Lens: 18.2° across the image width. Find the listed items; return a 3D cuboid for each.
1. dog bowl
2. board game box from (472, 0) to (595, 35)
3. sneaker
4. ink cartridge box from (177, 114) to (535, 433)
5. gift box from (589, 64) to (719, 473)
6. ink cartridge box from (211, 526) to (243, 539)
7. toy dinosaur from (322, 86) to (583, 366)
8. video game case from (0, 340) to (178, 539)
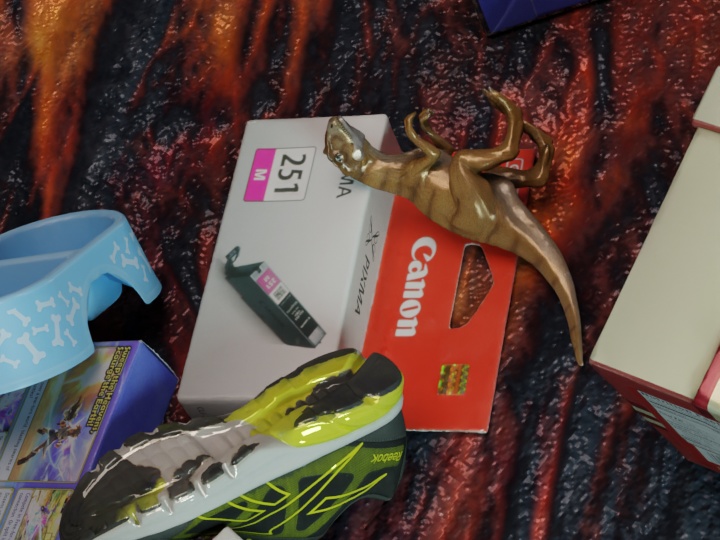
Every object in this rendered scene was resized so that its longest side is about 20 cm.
[{"bbox_3d":[-0.189,0.016,1.274,0.111,0.050,0.200,-7,17,21],"label":"dog bowl"},{"bbox_3d":[0.085,-0.278,1.384,0.096,0.160,0.201,-17,51,8],"label":"board game box"},{"bbox_3d":[-0.059,0.118,1.181,0.199,0.085,0.075,-23,30,-10],"label":"sneaker"},{"bbox_3d":[0.000,0.000,1.290,0.172,0.044,0.201,-2,55,21],"label":"ink cartridge box"},{"bbox_3d":[0.238,0.015,1.106,0.184,0.200,0.188,22,81,28],"label":"gift box"},{"bbox_3d":[-0.048,0.245,1.102,0.147,0.083,0.200,-42,52,-14],"label":"ink cartridge box"},{"bbox_3d":[0.073,-0.038,1.279,0.199,0.060,0.107,32,86,16],"label":"toy dinosaur"},{"bbox_3d":[-0.211,0.135,1.248,0.180,0.045,0.201,-3,54,35],"label":"video game case"}]
